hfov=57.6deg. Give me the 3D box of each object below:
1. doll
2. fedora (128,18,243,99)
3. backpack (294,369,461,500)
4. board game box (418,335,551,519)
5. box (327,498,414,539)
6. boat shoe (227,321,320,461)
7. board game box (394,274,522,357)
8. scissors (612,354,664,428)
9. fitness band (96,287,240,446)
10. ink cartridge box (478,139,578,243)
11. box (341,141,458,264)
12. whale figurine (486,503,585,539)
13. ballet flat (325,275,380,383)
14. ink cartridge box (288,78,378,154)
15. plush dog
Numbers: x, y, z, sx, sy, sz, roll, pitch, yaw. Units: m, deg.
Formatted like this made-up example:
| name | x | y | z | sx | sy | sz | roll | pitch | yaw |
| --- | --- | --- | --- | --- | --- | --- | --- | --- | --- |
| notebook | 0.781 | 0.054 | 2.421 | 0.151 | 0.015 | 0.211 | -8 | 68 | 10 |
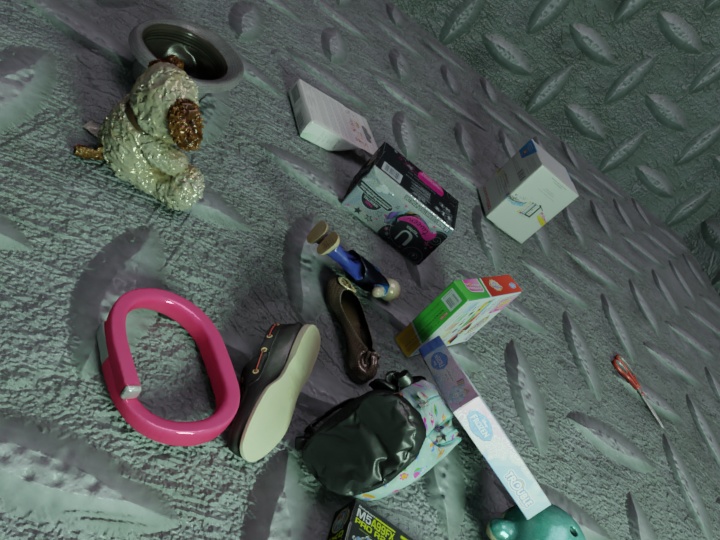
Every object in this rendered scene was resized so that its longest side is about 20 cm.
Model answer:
| name | x | y | z | sx | sy | sz | roll | pitch | yaw |
| --- | --- | --- | --- | --- | --- | --- | --- | --- | --- |
| doll | 0.000 | 0.000 | 1.074 | 0.200 | 0.048 | 0.136 | 38 | 6 | -42 |
| fedora | -0.305 | -0.339 | 1.109 | 0.177 | 0.090 | 0.200 | 45 | 36 | 4 |
| backpack | 0.038 | 0.204 | 0.814 | 0.127 | 0.167 | 0.200 | 63 | 20 | 15 |
| board game box | 0.168 | 0.213 | 0.922 | 0.200 | 0.043 | 0.199 | 56 | 2 | -18 |
| box | 0.042 | 0.369 | 0.704 | 0.200 | 0.044 | 0.160 | 39 | 30 | -10 |
| boat shoe | -0.111 | 0.141 | 0.788 | 0.201 | 0.063 | 0.074 | -66 | 151 | -46 |
| board game box | 0.170 | 0.074 | 1.113 | 0.200 | 0.153 | 0.040 | -4 | 53 | -53 |
| scissors | 0.685 | 0.291 | 1.601 | 0.073 | 0.014 | 0.200 | 0 | 50 | -53 |
| fitness band | -0.210 | 0.101 | 0.726 | 0.144 | 0.037 | 0.200 | 11 | 39 | -42 |
| ink cartridge box | 0.438 | -0.206 | 1.733 | 0.145 | 0.200 | 0.147 | 33 | 32 | -23 |
| box | 0.080 | -0.131 | 1.296 | 0.200 | 0.115 | 0.132 | 37 | 32 | -11 |
| whale figurine | 0.234 | 0.384 | 0.855 | 0.159 | 0.104 | 0.200 | 49 | 29 | 8 |
| ballet flat | -0.008 | 0.079 | 0.996 | 0.067 | 0.046 | 0.200 | 22 | 36 | -34 |
| ink cartridge box | -0.056 | -0.315 | 1.430 | 0.200 | 0.050 | 0.161 | 24 | 36 | -38 |
| plush dog | -0.282 | -0.204 | 0.889 | 0.160 | 0.172 | 0.200 | 6 | 48 | -46 |
